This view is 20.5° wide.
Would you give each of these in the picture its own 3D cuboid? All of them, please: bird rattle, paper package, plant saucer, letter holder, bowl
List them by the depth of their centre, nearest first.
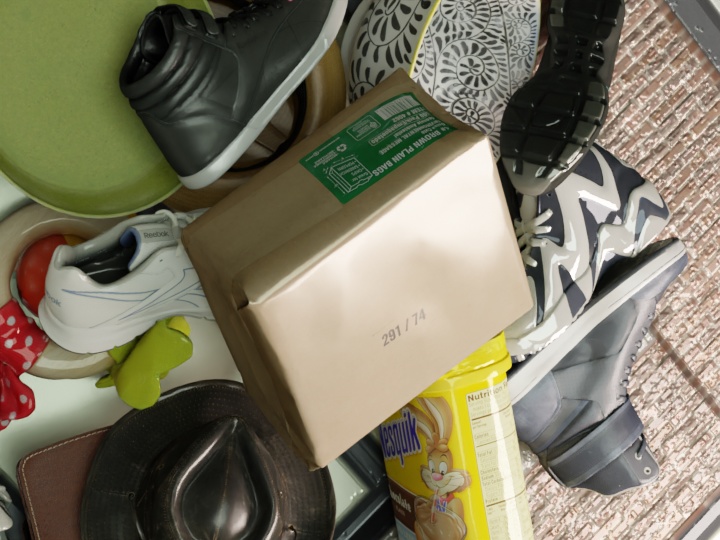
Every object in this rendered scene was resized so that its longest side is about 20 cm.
[{"bbox_3d":[-0.185,-0.135,1.339,0.198,0.031,0.202,2,87,-33],"label":"plant saucer"},{"bbox_3d":[0.000,0.000,1.344,0.199,0.103,0.191,-36,140,-14],"label":"paper package"},{"bbox_3d":[-0.220,0.032,1.429,0.198,0.113,0.165,-3,82,-9],"label":"bird rattle"},{"bbox_3d":[-0.145,0.188,1.450,0.198,0.101,0.143,-12,68,-18],"label":"letter holder"},{"bbox_3d":[0.046,-0.153,1.468,0.201,0.094,0.202,-40,140,-44],"label":"bowl"}]

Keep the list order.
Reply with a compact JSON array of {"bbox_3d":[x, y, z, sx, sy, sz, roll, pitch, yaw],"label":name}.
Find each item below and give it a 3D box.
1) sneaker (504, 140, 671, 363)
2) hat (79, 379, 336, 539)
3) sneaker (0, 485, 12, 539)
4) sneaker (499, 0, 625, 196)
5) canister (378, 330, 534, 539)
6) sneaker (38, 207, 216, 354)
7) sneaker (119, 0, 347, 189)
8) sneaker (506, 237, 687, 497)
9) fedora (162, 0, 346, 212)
[{"bbox_3d":[0.133,-0.029,1.538,0.199,0.079,0.130,-42,100,-6],"label":"sneaker"},{"bbox_3d":[-0.101,0.155,1.375,0.198,0.081,0.202,5,62,-9],"label":"hat"},{"bbox_3d":[-0.284,0.146,1.379,0.075,0.080,0.202,-57,142,-50],"label":"sneaker"},{"bbox_3d":[0.159,-0.128,1.503,0.075,0.080,0.201,14,58,16],"label":"sneaker"},{"bbox_3d":[0.068,0.142,1.494,0.086,0.148,0.202,-14,102,-18],"label":"canister"},{"bbox_3d":[-0.123,-0.006,1.356,0.199,0.087,0.075,-22,63,-18],"label":"sneaker"},{"bbox_3d":[-0.085,-0.162,1.341,0.099,0.070,0.201,47,66,-30],"label":"sneaker"},{"bbox_3d":[0.210,0.084,1.566,0.202,0.077,0.146,-42,96,-1],"label":"sneaker"},{"bbox_3d":[-0.110,-0.135,1.439,0.198,0.082,0.203,0,90,-12],"label":"fedora"}]
